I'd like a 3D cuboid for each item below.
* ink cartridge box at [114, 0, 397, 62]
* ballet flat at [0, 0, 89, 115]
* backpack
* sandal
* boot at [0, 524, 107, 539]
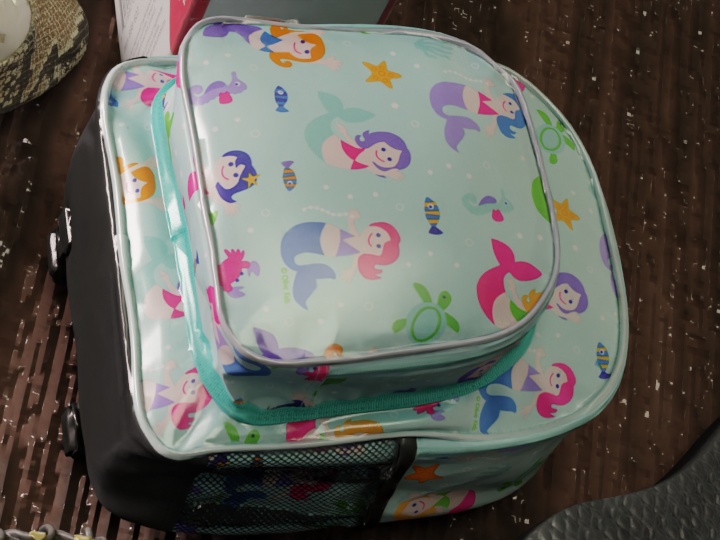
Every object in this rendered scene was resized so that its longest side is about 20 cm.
[{"bbox_3d":[-0.049,-0.168,0.935,0.083,0.145,0.201,1,60,-19],"label":"ink cartridge box"},{"bbox_3d":[-0.184,-0.083,0.880,0.199,0.075,0.068,-22,68,-29],"label":"ballet flat"},{"bbox_3d":[0.000,0.000,0.858,0.198,0.151,0.179,3,61,-24],"label":"backpack"},{"bbox_3d":[0.115,0.114,0.894,0.199,0.043,0.076,-25,78,-39],"label":"sandal"},{"bbox_3d":[-0.169,0.098,0.794,0.173,0.069,0.202,4,63,-23],"label":"boot"}]
